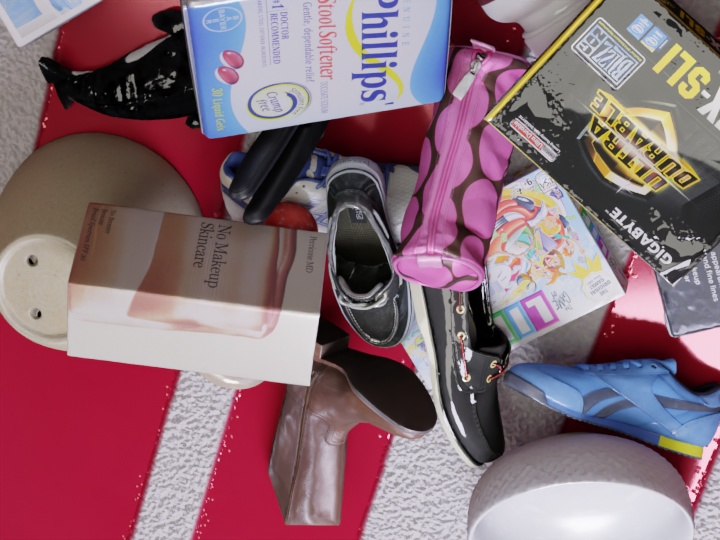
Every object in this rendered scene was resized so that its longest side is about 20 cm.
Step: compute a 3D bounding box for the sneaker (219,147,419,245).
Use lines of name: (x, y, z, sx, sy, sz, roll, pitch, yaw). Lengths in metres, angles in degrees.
sneaker: (-0.025, -0.067, 1.553, 0.200, 0.075, 0.088, -3, 150, 12)

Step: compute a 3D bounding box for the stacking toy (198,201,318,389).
stacking toy: (-0.086, 0.017, 1.572, 0.085, 0.085, 0.200, 31, 137, 1)

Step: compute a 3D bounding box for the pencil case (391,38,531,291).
pencil case: (0.081, -0.086, 1.486, 0.091, 0.094, 0.200, 12, 80, 3)

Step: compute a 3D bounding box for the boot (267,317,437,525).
boot: (-0.013, 0.165, 1.613, 0.186, 0.064, 0.200, 39, 129, 41)

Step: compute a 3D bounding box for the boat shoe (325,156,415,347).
boat shoe: (0.000, 0.000, 1.526, 0.072, 0.071, 0.200, -4, 131, 14)

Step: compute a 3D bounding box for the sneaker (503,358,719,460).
sneaker: (0.220, 0.100, 1.568, 0.200, 0.066, 0.078, 18, 94, -14)

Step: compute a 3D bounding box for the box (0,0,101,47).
box: (-0.279, -0.308, 1.525, 0.112, 0.101, 0.200, -27, 102, 20)

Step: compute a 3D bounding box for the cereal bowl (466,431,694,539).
cereal bowl: (0.190, 0.201, 1.592, 0.200, 0.083, 0.200, 0, 143, 0)

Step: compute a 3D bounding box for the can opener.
can opener: (-0.058, -0.115, 1.506, 0.079, 0.200, 0.063, -12, 134, 35)

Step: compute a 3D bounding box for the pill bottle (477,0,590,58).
pill bottle: (0.121, -0.272, 1.442, 0.113, 0.113, 0.200, -32, 100, 21)

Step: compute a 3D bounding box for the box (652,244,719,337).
box: (0.324, -0.073, 1.466, 0.200, 0.117, 0.197, -13, 106, 18)

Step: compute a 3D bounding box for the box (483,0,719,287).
box: (0.222, -0.110, 1.387, 0.200, 0.049, 0.160, 42, 112, -4)

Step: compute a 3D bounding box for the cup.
cup: (-0.252, -0.007, 1.607, 0.200, 0.143, 0.200, 4, 111, 12)

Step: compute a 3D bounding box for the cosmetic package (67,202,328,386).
cosmetic package: (-0.131, 0.019, 1.466, 0.200, 0.103, 0.087, 7, 133, -3)

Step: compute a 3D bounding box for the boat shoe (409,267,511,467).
boat shoe: (0.095, 0.074, 1.558, 0.063, 0.074, 0.201, -7, 104, 23)

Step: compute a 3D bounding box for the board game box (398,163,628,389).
board game box: (0.114, 0.003, 1.586, 0.200, 0.034, 0.134, -28, 102, 20)

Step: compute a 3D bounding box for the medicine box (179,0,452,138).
medicine box: (-0.037, -0.205, 1.398, 0.200, 0.103, 0.182, -9, 152, -5)

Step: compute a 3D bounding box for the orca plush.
orca plush: (-0.186, -0.169, 1.571, 0.200, 0.071, 0.105, 6, 111, 10)
